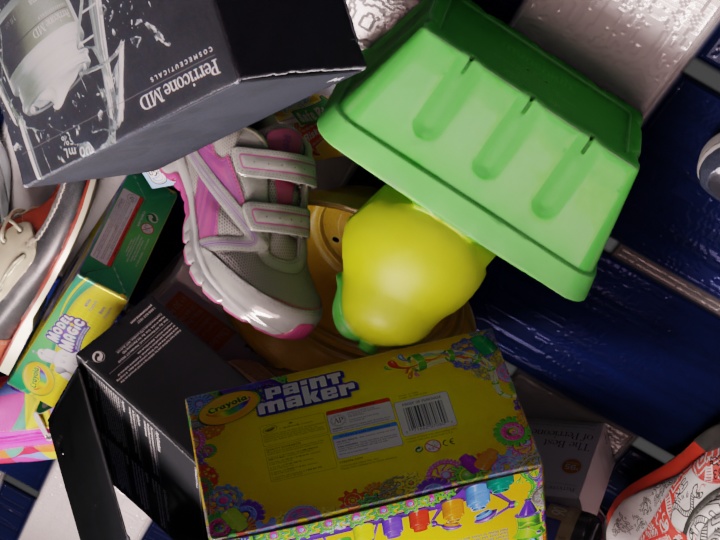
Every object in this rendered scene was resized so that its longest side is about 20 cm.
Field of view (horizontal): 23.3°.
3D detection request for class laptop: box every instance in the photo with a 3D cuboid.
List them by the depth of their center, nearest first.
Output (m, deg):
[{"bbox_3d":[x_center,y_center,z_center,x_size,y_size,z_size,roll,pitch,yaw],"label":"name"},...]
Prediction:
[{"bbox_3d":[-0.147,0.178,1.300,0.199,0.116,0.187,20,159,-10],"label":"laptop"}]

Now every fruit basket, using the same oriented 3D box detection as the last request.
[{"bbox_3d":[0.058,-0.047,1.113,0.215,0.156,0.216,4,117,9],"label":"fruit basket"}]

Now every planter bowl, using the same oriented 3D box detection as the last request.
[{"bbox_3d":[0.000,0.000,1.254,0.200,0.084,0.201,14,138,14],"label":"planter bowl"}]

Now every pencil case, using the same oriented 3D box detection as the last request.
[{"bbox_3d":[-0.303,0.131,1.540,0.200,0.088,0.088,-9,127,35],"label":"pencil case"}]

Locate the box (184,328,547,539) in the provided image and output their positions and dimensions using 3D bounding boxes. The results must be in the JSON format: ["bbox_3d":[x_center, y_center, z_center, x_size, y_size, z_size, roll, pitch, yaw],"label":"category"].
[{"bbox_3d":[0.009,0.164,1.105,0.199,0.122,0.193,-12,133,-5],"label":"box"}]

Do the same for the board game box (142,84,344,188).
[{"bbox_3d":[-0.093,-0.130,1.208,0.200,0.034,0.135,-8,127,33],"label":"board game box"}]

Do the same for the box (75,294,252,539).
[{"bbox_3d":[-0.129,0.130,1.299,0.141,0.079,0.200,42,156,20],"label":"box"}]

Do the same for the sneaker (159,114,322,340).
[{"bbox_3d":[-0.070,-0.050,1.135,0.088,0.081,0.200,-39,66,32],"label":"sneaker"}]

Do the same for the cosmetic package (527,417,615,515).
[{"bbox_3d":[0.090,0.155,1.365,0.199,0.083,0.051,2,133,25],"label":"cosmetic package"}]

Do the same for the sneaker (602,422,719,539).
[{"bbox_3d":[0.245,0.204,1.306,0.067,0.108,0.201,15,141,-19],"label":"sneaker"}]

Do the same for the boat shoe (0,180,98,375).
[{"bbox_3d":[-0.260,-0.009,1.349,0.062,0.071,0.200,28,115,-8],"label":"boat shoe"}]

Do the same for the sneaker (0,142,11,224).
[{"bbox_3d":[-0.322,-0.038,1.387,0.071,0.073,0.200,18,138,5],"label":"sneaker"}]

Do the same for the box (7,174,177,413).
[{"bbox_3d":[-0.213,0.022,1.358,0.048,0.118,0.200,28,139,-9],"label":"box"}]

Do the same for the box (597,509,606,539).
[{"bbox_3d":[0.142,0.295,1.467,0.200,0.097,0.176,-15,124,37],"label":"box"}]

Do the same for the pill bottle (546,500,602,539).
[{"bbox_3d":[0.069,0.207,1.284,0.199,0.112,0.112,15,137,13],"label":"pill bottle"}]

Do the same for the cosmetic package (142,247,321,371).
[{"bbox_3d":[-0.073,0.063,1.364,0.200,0.071,0.101,36,137,-11],"label":"cosmetic package"}]

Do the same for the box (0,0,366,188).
[{"bbox_3d":[-0.128,-0.176,1.051,0.200,0.124,0.197,-21,86,39],"label":"box"}]

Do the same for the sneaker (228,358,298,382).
[{"bbox_3d":[-0.015,0.112,1.270,0.200,0.076,0.071,32,150,29],"label":"sneaker"}]

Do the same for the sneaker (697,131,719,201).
[{"bbox_3d":[0.290,-0.018,1.046,0.202,0.146,0.077,11,138,19],"label":"sneaker"}]
